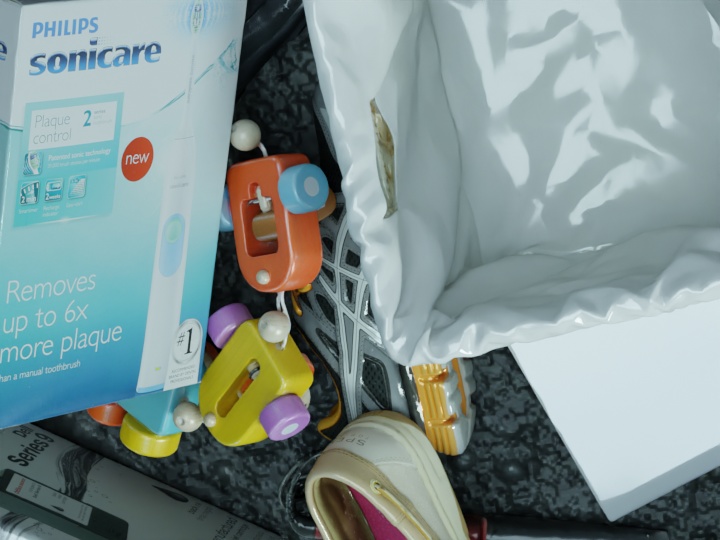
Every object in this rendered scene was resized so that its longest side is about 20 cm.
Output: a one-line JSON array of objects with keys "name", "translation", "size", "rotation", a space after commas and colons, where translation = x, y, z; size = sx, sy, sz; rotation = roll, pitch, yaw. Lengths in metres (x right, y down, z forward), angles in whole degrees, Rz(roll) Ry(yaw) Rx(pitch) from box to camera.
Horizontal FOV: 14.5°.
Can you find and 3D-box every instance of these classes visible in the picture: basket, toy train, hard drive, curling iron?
[{"name": "basket", "translation": [0.097, -0.075, 1.296], "size": [0.200, 0.161, 0.198], "rotation": [-13, 90, 13]}, {"name": "toy train", "translation": [-0.068, 0.014, 1.385], "size": [0.200, 0.056, 0.150], "rotation": [-17, 83, 47]}, {"name": "hard drive", "translation": [0.178, 0.020, 1.386], "size": [0.200, 0.025, 0.132], "rotation": [-29, 95, 13]}, {"name": "curling iron", "translation": [0.056, 0.124, 1.427], "size": [0.200, 0.026, 0.050], "rotation": [10, 106, 7]}]

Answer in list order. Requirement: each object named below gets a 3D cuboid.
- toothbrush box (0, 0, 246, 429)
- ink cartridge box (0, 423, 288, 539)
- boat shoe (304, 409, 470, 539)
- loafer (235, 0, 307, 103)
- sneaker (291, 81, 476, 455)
[{"name": "toothbrush box", "translation": [-0.139, -0.041, 1.303], "size": [0.085, 0.146, 0.200], "rotation": [20, 109, 37]}, {"name": "ink cartridge box", "translation": [-0.151, 0.149, 1.404], "size": [0.200, 0.146, 0.084], "rotation": [24, 105, 4]}, {"name": "boat shoe", "translation": [0.031, 0.169, 1.367], "size": [0.074, 0.069, 0.200], "rotation": [-28, 93, 39]}, {"name": "loafer", "translation": [-0.062, -0.132, 1.372], "size": [0.070, 0.068, 0.201], "rotation": [41, 109, -7]}, {"name": "sneaker", "translation": [0.000, 0.000, 1.387], "size": [0.077, 0.078, 0.200], "rotation": [-9, 100, 17]}]
